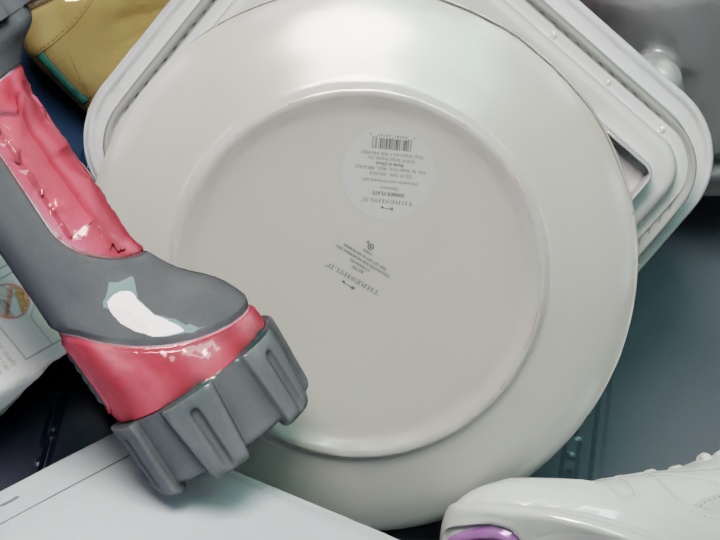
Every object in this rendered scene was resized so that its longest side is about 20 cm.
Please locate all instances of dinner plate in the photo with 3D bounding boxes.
[{"bbox_3d":[0.000,0.000,0.784,0.199,0.201,0.024,17,11,-3],"label":"dinner plate"}]

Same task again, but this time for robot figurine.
[{"bbox_3d":[0.136,-0.109,0.890,0.112,0.200,0.170,9,57,26],"label":"robot figurine"}]

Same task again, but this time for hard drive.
[{"bbox_3d":[-0.053,0.111,0.705,0.199,0.027,0.132,18,31,39],"label":"hard drive"}]

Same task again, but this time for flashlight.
[{"bbox_3d":[-0.094,-0.024,0.732,0.201,0.068,0.068,59,40,-12],"label":"flashlight"}]

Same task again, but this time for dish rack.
[{"bbox_3d":[0.014,-0.042,0.808,0.200,0.172,0.044,40,9,-7],"label":"dish rack"}]

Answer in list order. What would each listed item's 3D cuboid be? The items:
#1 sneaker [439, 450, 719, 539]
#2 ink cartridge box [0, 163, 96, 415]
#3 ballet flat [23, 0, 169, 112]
[{"bbox_3d":[0.125,0.105,0.821,0.199,0.075,0.100,11,36,-8],"label":"sneaker"},{"bbox_3d":[-0.191,0.006,0.810,0.200,0.057,0.163,-28,67,-38],"label":"ink cartridge box"},{"bbox_3d":[-0.060,-0.130,0.933,0.200,0.069,0.063,-38,101,-30],"label":"ballet flat"}]
